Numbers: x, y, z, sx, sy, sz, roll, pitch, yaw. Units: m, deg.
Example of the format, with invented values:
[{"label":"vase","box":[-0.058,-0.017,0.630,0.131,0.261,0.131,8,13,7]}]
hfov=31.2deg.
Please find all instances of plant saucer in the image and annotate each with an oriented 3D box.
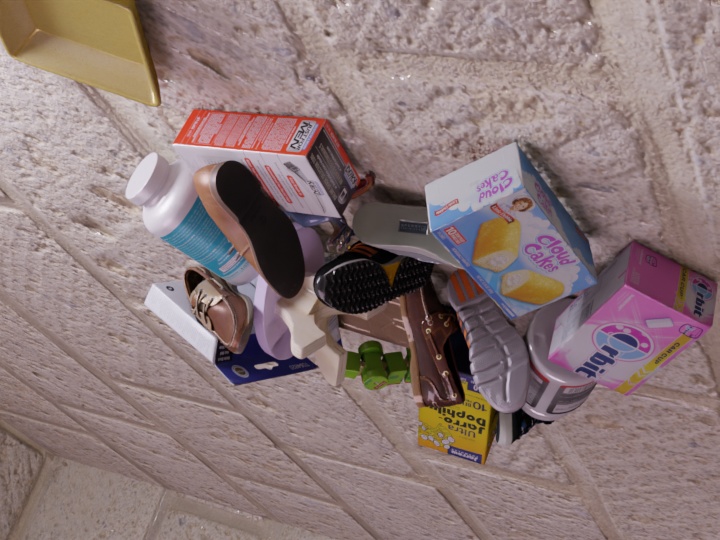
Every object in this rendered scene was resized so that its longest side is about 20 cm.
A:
[{"label":"plant saucer","box":[-0.313,-0.275,1.414,0.197,0.049,0.201,19,158,8]}]

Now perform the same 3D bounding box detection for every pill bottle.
[{"label":"pill bottle","box":[0.261,0.124,1.703,0.112,0.115,0.200,20,159,6]},{"label":"pill bottle","box":[-0.210,-0.073,1.703,0.199,0.112,0.110,34,156,-29]}]

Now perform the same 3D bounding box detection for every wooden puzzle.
[{"label":"wooden puzzle","box":[0.022,0.051,1.868,0.198,0.047,0.186,21,159,18]}]

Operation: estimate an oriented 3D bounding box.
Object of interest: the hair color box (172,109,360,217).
[{"label":"hair color box","box":[-0.112,-0.129,1.531,0.198,0.064,0.111,10,148,32]}]

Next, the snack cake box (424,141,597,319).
[{"label":"snack cake box","box":[0.168,-0.039,1.414,0.114,0.068,0.200,-23,138,22]}]

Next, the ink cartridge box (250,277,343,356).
[{"label":"ink cartridge box","box":[-0.110,0.042,1.939,0.200,0.043,0.197,42,165,19]}]

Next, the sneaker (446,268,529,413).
[{"label":"sneaker","box":[0.174,0.097,1.670,0.077,0.202,0.112,-19,157,7]}]

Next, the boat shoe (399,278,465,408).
[{"label":"boat shoe","box":[0.098,0.082,1.713,0.069,0.203,0.070,-6,-170,26]}]

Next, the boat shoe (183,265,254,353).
[{"label":"boat shoe","box":[-0.197,0.051,1.746,0.071,0.077,0.200,13,-163,-25]}]

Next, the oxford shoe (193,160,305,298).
[{"label":"oxford shoe","box":[-0.132,-0.050,1.548,0.071,0.071,0.201,3,133,46]}]

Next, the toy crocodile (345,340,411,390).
[{"label":"toy crocodile","box":[0.054,0.149,1.963,0.197,0.068,0.062,0,144,-17]}]

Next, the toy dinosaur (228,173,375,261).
[{"label":"toy dinosaur","box":[-0.086,-0.096,1.627,0.181,0.201,0.105,39,-158,12]}]

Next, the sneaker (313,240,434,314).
[{"label":"sneaker","box":[0.000,0.000,1.613,0.198,0.071,0.089,-15,-152,-43]}]

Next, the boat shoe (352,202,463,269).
[{"label":"boat shoe","box":[0.091,-0.044,1.558,0.198,0.071,0.071,11,-179,15]}]

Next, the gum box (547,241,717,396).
[{"label":"gum box","box":[0.313,0.064,1.512,0.112,0.067,0.200,25,144,-7]}]

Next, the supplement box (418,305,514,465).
[{"label":"supplement box","box":[0.149,0.166,1.848,0.107,0.110,0.202,15,141,15]}]

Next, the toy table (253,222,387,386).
[{"label":"toy table","box":[-0.061,0.049,1.726,0.116,0.183,0.202,26,137,30]}]

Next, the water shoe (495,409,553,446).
[{"label":"water shoe","box":[0.243,0.191,1.844,0.078,0.200,0.073,8,112,14]}]

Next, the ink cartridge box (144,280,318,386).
[{"label":"ink cartridge box","box":[-0.177,0.080,1.850,0.199,0.041,0.199,38,-156,26]}]
